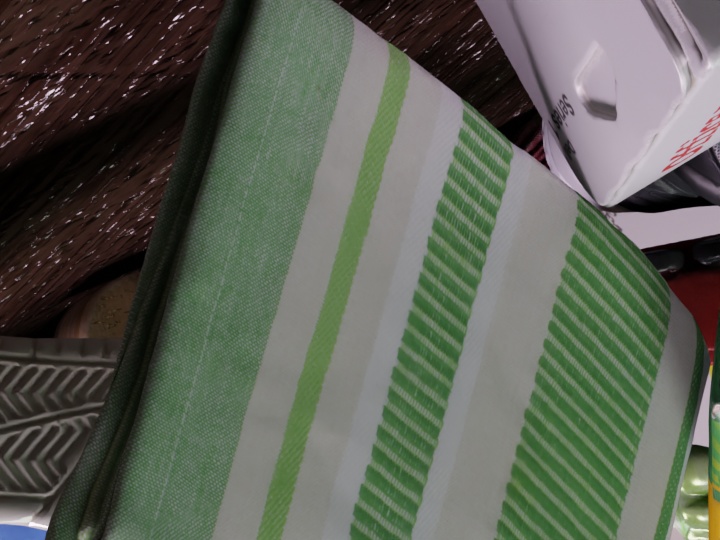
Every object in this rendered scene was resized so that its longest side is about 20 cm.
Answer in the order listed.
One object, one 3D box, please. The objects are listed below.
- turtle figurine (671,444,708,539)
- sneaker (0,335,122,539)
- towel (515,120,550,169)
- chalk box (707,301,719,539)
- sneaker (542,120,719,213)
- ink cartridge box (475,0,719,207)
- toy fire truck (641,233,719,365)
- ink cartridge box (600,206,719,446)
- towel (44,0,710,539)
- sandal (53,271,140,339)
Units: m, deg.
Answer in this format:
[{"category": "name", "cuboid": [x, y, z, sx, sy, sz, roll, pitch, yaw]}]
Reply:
[{"category": "turtle figurine", "cuboid": [0.035, 0.062, 0.830, 0.194, 0.144, 0.200, -22, 149, -37]}, {"category": "sneaker", "cuboid": [-0.081, 0.061, 0.715, 0.200, 0.077, 0.111, 10, 162, -18]}, {"category": "towel", "cuboid": [-0.019, 0.010, 1.070, 0.200, 0.023, 0.144, -28, 173, -17]}, {"category": "chalk box", "cuboid": [0.163, 0.034, 0.787, 0.125, 0.124, 0.200, 2, 136, 11]}, {"category": "sneaker", "cuboid": [0.172, -0.055, 0.971, 0.200, 0.076, 0.114, -10, -172, -20]}, {"category": "ink cartridge box", "cuboid": [0.129, -0.110, 0.669, 0.200, 0.084, 0.145, -31, 173, -9]}, {"category": "toy fire truck", "cuboid": [0.121, 0.010, 1.023, 0.200, 0.049, 0.141, -11, -177, -1]}, {"category": "ink cartridge box", "cuboid": [0.143, 0.015, 1.192, 0.200, 0.145, 0.147, -34, -176, 8]}, {"category": "towel", "cuboid": [0.015, 0.038, 0.672, 0.023, 0.153, 0.200, 0, 156, 42]}, {"category": "sandal", "cuboid": [0.002, 0.005, 0.901, 0.212, 0.078, 0.070, -18, 174, -44]}]
